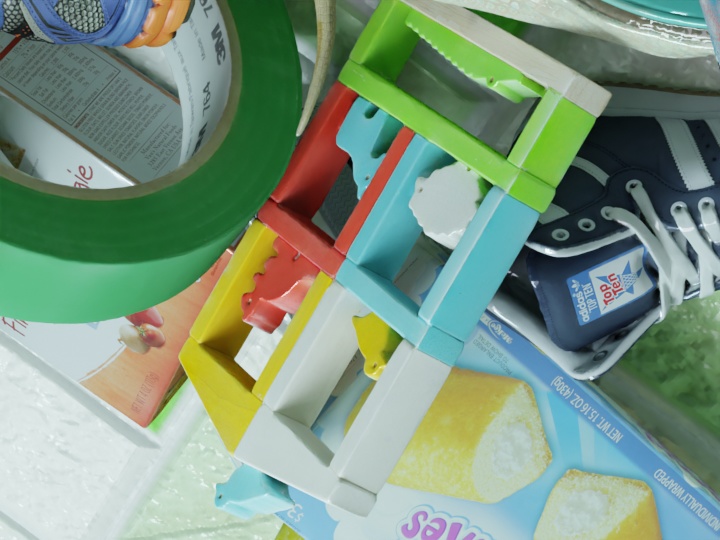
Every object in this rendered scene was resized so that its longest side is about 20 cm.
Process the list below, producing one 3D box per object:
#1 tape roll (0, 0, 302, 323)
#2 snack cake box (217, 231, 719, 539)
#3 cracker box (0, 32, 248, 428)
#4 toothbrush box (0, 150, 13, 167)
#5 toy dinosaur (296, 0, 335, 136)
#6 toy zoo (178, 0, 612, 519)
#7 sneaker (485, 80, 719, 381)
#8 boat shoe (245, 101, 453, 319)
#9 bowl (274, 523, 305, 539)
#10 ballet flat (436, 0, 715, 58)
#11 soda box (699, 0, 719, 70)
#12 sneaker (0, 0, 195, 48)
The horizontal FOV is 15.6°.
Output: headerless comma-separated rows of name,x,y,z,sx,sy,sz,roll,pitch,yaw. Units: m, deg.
tape roll,-0.119,-0.079,0.964,0.200,0.201,0.048,40,140,-3
snack cake box,0.057,0.090,1.025,0.200,0.115,0.067,40,-176,-24
cracker box,-0.141,-0.039,1.122,0.199,0.058,0.134,35,138,4
toothbrush box,-0.252,-0.066,1.070,0.145,0.086,0.200,-20,113,45
toy dinosaur,-0.026,-0.156,0.906,0.201,0.058,0.101,64,148,20
toy zoo,0.000,0.000,0.943,0.020,0.201,0.131,26,-173,-35
sneaker,0.127,-0.016,0.921,0.199,0.109,0.070,0,127,34
boat shoe,0.010,0.016,1.072,0.071,0.072,0.201,6,127,51
bowl,0.026,0.202,1.187,0.199,0.108,0.201,18,135,19
ballet flat,0.077,-0.111,0.912,0.199,0.068,0.062,18,166,24
soda box,0.164,-0.032,0.840,0.068,0.064,0.201,-23,117,-4
sneaker,-0.110,-0.171,0.906,0.075,0.078,0.202,4,107,59
